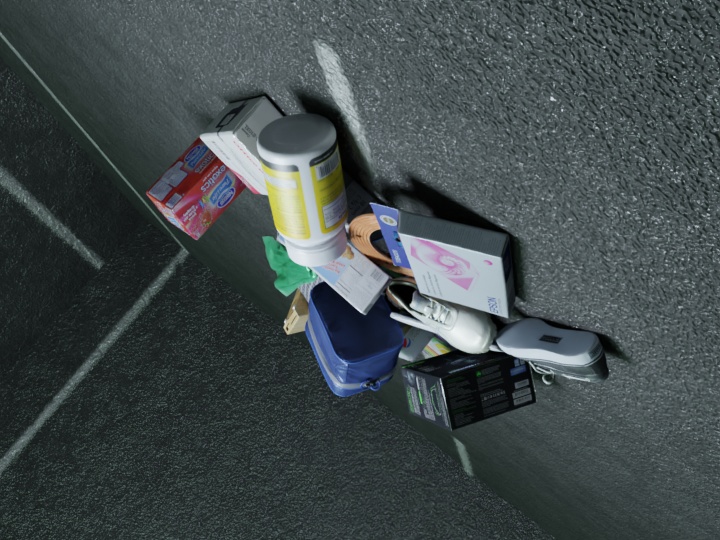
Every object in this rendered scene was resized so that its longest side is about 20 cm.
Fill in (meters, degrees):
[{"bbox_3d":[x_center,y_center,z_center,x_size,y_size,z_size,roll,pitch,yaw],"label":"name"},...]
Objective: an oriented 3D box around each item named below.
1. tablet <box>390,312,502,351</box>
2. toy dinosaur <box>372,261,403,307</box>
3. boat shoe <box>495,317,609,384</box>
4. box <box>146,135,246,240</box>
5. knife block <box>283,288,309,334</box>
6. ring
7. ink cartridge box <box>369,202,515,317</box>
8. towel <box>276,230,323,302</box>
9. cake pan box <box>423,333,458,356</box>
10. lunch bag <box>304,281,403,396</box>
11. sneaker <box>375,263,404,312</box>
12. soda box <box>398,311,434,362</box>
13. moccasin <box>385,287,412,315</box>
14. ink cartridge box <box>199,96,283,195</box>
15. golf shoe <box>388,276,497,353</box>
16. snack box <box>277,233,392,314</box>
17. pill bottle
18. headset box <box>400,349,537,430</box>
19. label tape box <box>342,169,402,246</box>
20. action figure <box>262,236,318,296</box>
[{"bbox_3d":[0.158,0.106,1.386,0.197,0.014,0.130,17,-179,22],"label":"tablet"},{"bbox_3d":[0.000,0.000,1.384,0.198,0.048,0.088,32,160,-5],"label":"toy dinosaur"},{"bbox_3d":[0.275,0.118,1.162,0.198,0.073,0.069,2,127,56],"label":"boat shoe"},{"bbox_3d":[-0.293,-0.173,1.536,0.099,0.201,0.096,29,162,39],"label":"box"},{"bbox_3d":[-0.050,0.073,1.660,0.173,0.202,0.064,26,133,-9],"label":"knife block"},{"bbox_3d":[0.076,-0.036,1.203,0.197,0.019,0.201,18,160,7],"label":"ring"},{"bbox_3d":[0.115,-0.011,1.133,0.197,0.044,0.197,14,159,20],"label":"ink cartridge box"},{"bbox_3d":[-0.090,-0.023,1.527,0.167,0.085,0.201,55,158,20],"label":"towel"},{"bbox_3d":[0.136,0.116,1.615,0.199,0.052,0.185,25,158,50],"label":"cake pan box"},{"bbox_3d":[-0.011,0.123,1.439,0.133,0.134,0.202,103,148,-53],"label":"lunch bag"},{"bbox_3d":[0.012,0.011,1.532,0.199,0.084,0.077,38,167,18],"label":"sneaker"},{"bbox_3d":[0.059,0.116,1.574,0.064,0.068,0.199,46,166,-21],"label":"soda box"},{"bbox_3d":[0.122,0.047,1.376,0.073,0.079,0.200,17,180,-39],"label":"moccasin"},{"bbox_3d":[-0.167,-0.201,1.337,0.145,0.085,0.199,46,167,-24],"label":"ink cartridge box"},{"bbox_3d":[0.120,0.068,1.263,0.096,0.079,0.199,11,-166,-46],"label":"golf shoe"},{"bbox_3d":[-0.044,-0.020,1.297,0.199,0.072,0.024,40,-175,22],"label":"snack box"},{"bbox_3d":[-0.078,-0.113,1.174,0.114,0.114,0.202,30,142,37],"label":"pill bottle"},{"bbox_3d":[0.186,0.201,1.443,0.200,0.171,0.094,178,79,-72],"label":"headset box"},{"bbox_3d":[-0.007,-0.081,1.327,0.200,0.063,0.144,42,168,-6],"label":"label tape box"},{"bbox_3d":[-0.109,-0.015,1.414,0.120,0.054,0.199,64,157,-10],"label":"action figure"}]
